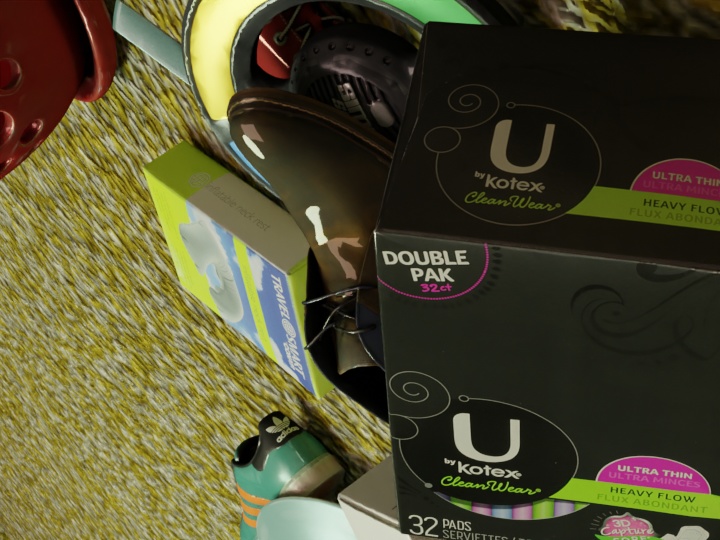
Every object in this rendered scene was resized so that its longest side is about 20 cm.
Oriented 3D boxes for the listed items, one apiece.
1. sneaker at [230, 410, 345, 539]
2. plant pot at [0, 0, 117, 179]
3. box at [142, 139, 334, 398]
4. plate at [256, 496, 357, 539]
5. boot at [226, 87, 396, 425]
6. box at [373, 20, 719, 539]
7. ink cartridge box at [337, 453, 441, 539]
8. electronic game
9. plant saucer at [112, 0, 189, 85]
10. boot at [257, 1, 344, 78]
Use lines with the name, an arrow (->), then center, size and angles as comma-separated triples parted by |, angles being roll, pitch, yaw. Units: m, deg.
sneaker -> -0.071, 0.177, 1.328 | 0.080, 0.071, 0.200 | 52, 149, 13
plant pot -> -0.288, -0.164, 1.144 | 0.200, 0.182, 0.201 | 42, 152, 28
box -> -0.069, 0.002, 1.116 | 0.200, 0.048, 0.123 | 35, 150, 40
plate -> -0.003, 0.255, 1.262 | 0.199, 0.026, 0.201 | 22, 144, 17
boot -> 0.000, 0.000, 0.782 | 0.200, 0.098, 0.074 | 39, 145, -28
box -> 0.090, 0.015, 0.660 | 0.147, 0.125, 0.201 | 6, 138, 10
ink cartridge box -> 0.096, 0.175, 0.904 | 0.084, 0.144, 0.201 | 12, 131, 58
electronic game -> 0.002, -0.086, 0.786 | 0.198, 0.042, 0.201 | 17, 141, 14
plant saucer -> -0.058, -0.087, 0.903 | 0.199, 0.019, 0.070 | 37, -178, -5
boot -> -0.038, -0.150, 0.833 | 0.144, 0.072, 0.201 | 40, 160, 30
